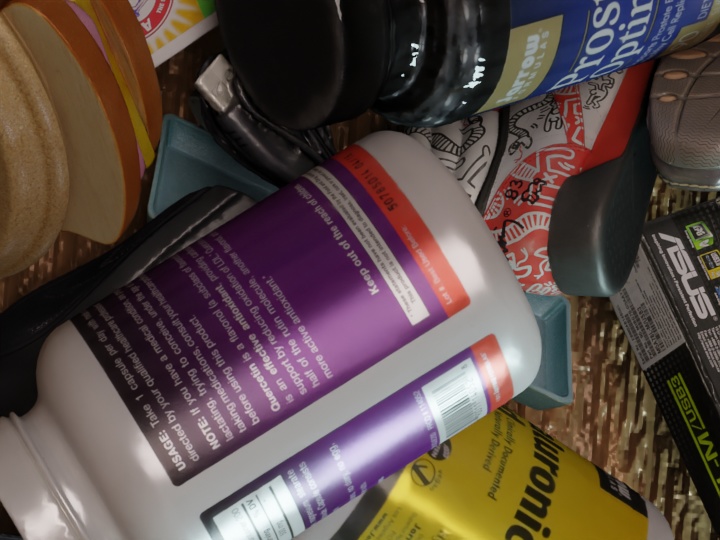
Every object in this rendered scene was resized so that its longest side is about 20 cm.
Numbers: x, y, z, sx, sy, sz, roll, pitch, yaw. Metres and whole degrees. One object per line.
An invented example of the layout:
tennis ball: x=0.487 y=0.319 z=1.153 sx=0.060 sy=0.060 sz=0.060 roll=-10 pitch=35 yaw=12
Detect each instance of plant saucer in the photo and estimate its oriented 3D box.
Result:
plant saucer: x=0.000 y=0.000 z=1.116 sx=0.199 sy=0.019 sz=0.070 roll=25 pitch=37 yaw=-17

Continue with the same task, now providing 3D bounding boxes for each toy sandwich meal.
toy sandwich meal: x=-0.170 y=-0.081 z=0.999 sx=0.205 sy=0.205 sz=0.070 roll=48 pitch=51 yaw=-11

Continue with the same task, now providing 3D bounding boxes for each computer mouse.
computer mouse: x=-0.074 y=0.020 z=1.047 sx=0.200 sy=0.053 sz=0.139 roll=-39 pitch=112 yaw=9

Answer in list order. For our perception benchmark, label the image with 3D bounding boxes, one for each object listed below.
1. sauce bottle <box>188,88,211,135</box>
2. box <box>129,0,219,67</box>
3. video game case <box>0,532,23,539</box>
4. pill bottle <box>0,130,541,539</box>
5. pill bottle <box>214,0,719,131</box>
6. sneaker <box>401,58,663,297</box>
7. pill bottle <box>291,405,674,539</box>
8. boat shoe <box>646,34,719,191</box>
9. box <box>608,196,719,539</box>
sauce bottle: x=0.006 y=-0.130 z=1.120 sx=0.066 sy=0.066 sz=0.200 roll=44 pitch=77 yaw=-12
box: x=-0.070 y=-0.173 z=1.055 sx=0.200 sy=0.101 sz=0.113 roll=-35 pitch=126 yaw=-18
video game case: x=-0.142 y=0.172 z=1.019 sx=0.199 sy=0.019 sz=0.144 roll=15 pitch=81 yaw=-53
pill bottle: x=-0.040 y=0.042 z=0.981 sx=0.199 sy=0.112 sz=0.113 roll=-31 pitch=97 yaw=-7
pill bottle: x=0.048 y=-0.119 z=1.026 sx=0.199 sy=0.112 sz=0.113 roll=-19 pitch=93 yaw=-32
sneaker: x=0.080 y=-0.070 z=1.137 sx=0.202 sy=0.107 sz=0.068 roll=-64 pitch=149 yaw=-41
pill bottle: x=0.059 y=0.121 z=1.098 sx=0.199 sy=0.111 sz=0.112 roll=33 pitch=77 yaw=-15
boat shoe: x=0.178 y=-0.071 z=1.131 sx=0.200 sy=0.074 sz=0.074 roll=-41 pitch=135 yaw=-50
box: x=0.224 y=0.050 z=1.154 sx=0.192 sy=0.048 sz=0.201 roll=-18 pitch=78 yaw=-31
